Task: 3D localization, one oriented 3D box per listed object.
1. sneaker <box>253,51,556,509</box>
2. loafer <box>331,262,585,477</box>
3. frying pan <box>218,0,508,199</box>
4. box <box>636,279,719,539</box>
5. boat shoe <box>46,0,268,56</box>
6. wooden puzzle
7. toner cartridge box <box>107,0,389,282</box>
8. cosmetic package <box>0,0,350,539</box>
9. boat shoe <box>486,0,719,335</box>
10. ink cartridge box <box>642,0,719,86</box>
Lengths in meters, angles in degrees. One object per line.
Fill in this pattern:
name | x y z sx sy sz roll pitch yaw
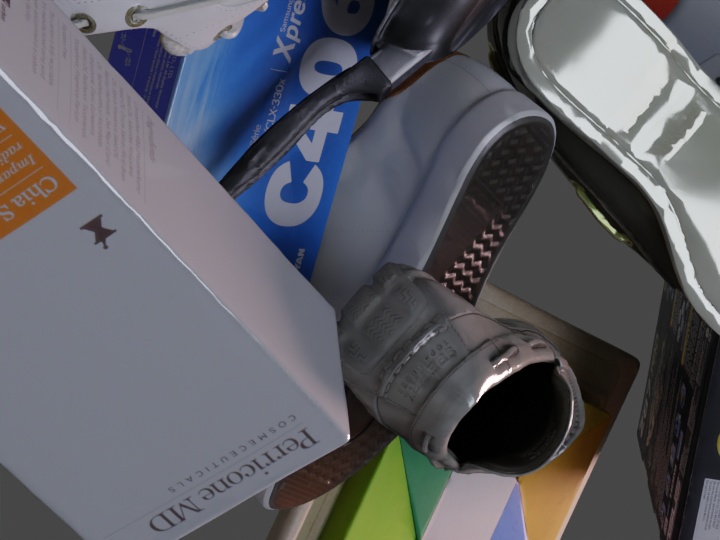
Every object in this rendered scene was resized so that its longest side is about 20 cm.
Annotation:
sneaker | 0.000 0.000 0.920 0.073 0.085 0.200 4 122 -52
loafer | 0.049 0.053 0.884 0.070 0.070 0.200 -50 155 7
frying pan | 0.024 -0.094 0.816 0.190 0.031 0.115 -47 175 -31
box | 0.168 0.017 1.045 0.049 0.161 0.201 7 108 -3
boat shoe | -0.061 -0.107 0.769 0.199 0.071 0.070 -8 124 -11
wooden puzzle | 0.042 0.101 1.032 0.200 0.037 0.186 26 89 -49
toner cartridge box | -0.050 -0.052 0.858 0.095 0.043 0.201 5 105 -45
cosmetic package | -0.100 -0.003 0.747 0.101 0.071 0.200 -31 125 16
boat shoe | 0.125 -0.039 0.918 0.072 0.060 0.202 -44 107 -7
ink cartridge box | 0.147 -0.140 0.864 0.162 0.200 0.050 39 63 -12
